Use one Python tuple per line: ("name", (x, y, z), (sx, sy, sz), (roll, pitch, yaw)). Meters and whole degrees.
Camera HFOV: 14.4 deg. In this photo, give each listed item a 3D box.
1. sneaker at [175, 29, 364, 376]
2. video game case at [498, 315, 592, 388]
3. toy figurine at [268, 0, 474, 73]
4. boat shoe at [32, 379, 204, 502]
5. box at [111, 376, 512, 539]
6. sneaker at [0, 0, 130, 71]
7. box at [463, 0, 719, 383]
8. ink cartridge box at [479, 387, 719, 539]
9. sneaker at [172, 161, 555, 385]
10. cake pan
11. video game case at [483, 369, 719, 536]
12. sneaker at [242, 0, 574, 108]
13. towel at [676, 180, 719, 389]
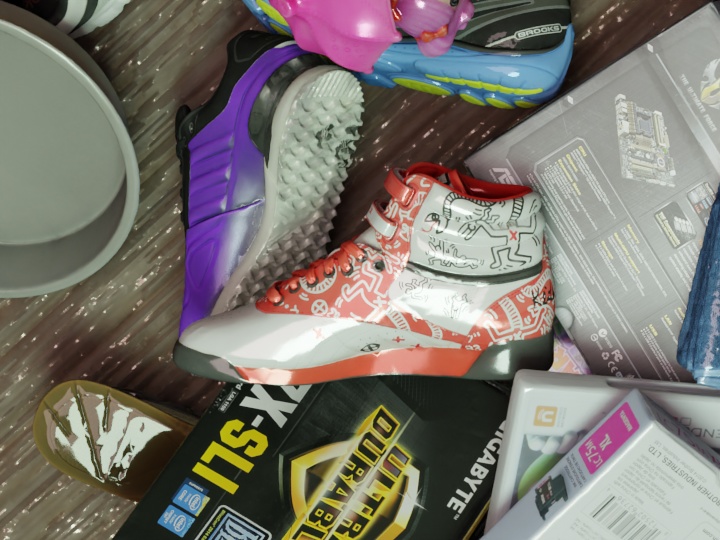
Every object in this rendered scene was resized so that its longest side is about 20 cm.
("sneaker", (-0.067, -0.042, 1.564), (0.099, 0.069, 0.201), (38, 118, 34))
("video game case", (0.125, -0.008, 1.538), (0.199, 0.018, 0.144), (-36, 86, 15))
("toy figurine", (0.030, -0.184, 1.449), (0.150, 0.199, 0.185), (18, 81, 55))
("boat shoe", (-0.087, 0.112, 1.581), (0.199, 0.065, 0.073), (31, 99, -9))
("box", (-0.016, 0.121, 1.502), (0.159, 0.049, 0.200), (28, 65, 18))
("sneaker", (-0.220, -0.131, 1.586), (0.199, 0.080, 0.074), (-35, 88, 16))
("box", (0.171, -0.017, 1.490), (0.158, 0.048, 0.201), (-33, 89, 13))
("ink cartridge box", (0.112, 0.165, 1.442), (0.119, 0.042, 0.200), (37, 102, -30))
("sneaker", (0.001, 0.000, 1.471), (0.200, 0.067, 0.109), (-1, 103, 5))
("cake pan", (-0.214, -0.072, 1.562), (0.199, 0.037, 0.201), (7, 131, 8))
("video game case", (0.152, 0.150, 1.481), (0.180, 0.023, 0.201), (5, 115, -10))
("sneaker", (0.022, -0.145, 1.535), (0.198, 0.071, 0.083), (14, 76, 16))
("towel", (0.264, 0.022, 1.423), (0.198, 0.049, 0.113), (12, 90, 3))
